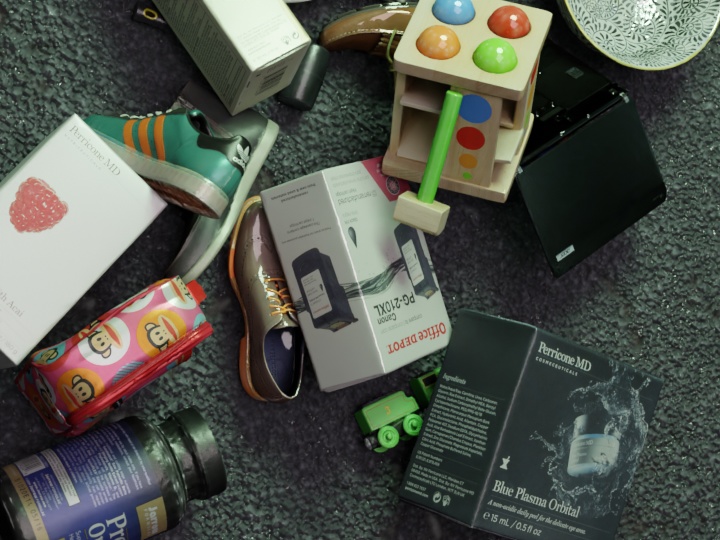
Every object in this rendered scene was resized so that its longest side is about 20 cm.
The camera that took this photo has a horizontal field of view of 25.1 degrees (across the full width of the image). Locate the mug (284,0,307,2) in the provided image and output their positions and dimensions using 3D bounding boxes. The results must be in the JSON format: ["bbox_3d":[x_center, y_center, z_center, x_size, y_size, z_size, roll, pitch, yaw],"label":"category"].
[{"bbox_3d":[-0.040,-0.380,1.569,0.199,0.148,0.176,-17,72,-19],"label":"mug"}]

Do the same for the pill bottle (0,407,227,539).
[{"bbox_3d":[-0.228,0.199,1.468,0.200,0.112,0.112,-21,93,-21],"label":"pill bottle"}]

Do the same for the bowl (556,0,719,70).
[{"bbox_3d":[0.278,-0.303,1.719,0.200,0.094,0.201,2,85,-20],"label":"bowl"}]

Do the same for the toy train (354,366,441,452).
[{"bbox_3d":[0.084,0.124,1.637,0.200,0.042,0.057,-24,83,-22],"label":"toy train"}]

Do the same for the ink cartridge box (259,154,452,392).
[{"bbox_3d":[0.000,0.000,1.557,0.145,0.084,0.201,-19,92,-56],"label":"ink cartridge box"}]

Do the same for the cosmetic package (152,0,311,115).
[{"bbox_3d":[-0.139,-0.259,1.523,0.073,0.104,0.200,-30,83,-23],"label":"cosmetic package"}]

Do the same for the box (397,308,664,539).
[{"bbox_3d":[0.169,0.165,1.585,0.196,0.117,0.201,22,84,-37],"label":"box"}]

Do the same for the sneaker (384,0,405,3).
[{"bbox_3d":[0.069,-0.316,1.655,0.199,0.074,0.116,17,81,-9],"label":"sneaker"}]

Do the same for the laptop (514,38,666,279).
[{"bbox_3d":[0.193,-0.122,1.663,0.177,0.103,0.200,-33,56,-28],"label":"laptop"}]

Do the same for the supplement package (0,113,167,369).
[{"bbox_3d":[-0.293,-0.024,1.458,0.121,0.120,0.200,45,72,-11],"label":"supplement package"}]

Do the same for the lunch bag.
[{"bbox_3d":[-0.212,0.069,1.440,0.176,0.200,0.082,-37,94,-19],"label":"lunch bag"}]

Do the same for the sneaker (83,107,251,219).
[{"bbox_3d":[-0.178,-0.113,1.485,0.080,0.200,0.071,-56,143,-13],"label":"sneaker"}]

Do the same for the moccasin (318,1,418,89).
[{"bbox_3d":[0.057,-0.226,1.637,0.201,0.074,0.078,1,84,-19],"label":"moccasin"}]

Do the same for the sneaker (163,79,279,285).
[{"bbox_3d":[-0.166,-0.079,1.545,0.106,0.075,0.200,29,67,-12],"label":"sneaker"}]

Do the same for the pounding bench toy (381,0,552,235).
[{"bbox_3d":[0.090,-0.149,1.502,0.124,0.156,0.200,15,47,9],"label":"pounding bench toy"}]

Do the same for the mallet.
[{"bbox_3d":[-0.130,-0.210,1.587,0.199,0.041,0.066,12,83,-15],"label":"mallet"}]

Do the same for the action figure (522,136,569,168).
[{"bbox_3d":[0.204,-0.111,1.700,0.199,0.052,0.066,11,76,-22],"label":"action figure"}]

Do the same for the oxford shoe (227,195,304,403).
[{"bbox_3d":[-0.080,0.028,1.551,0.071,0.073,0.201,-9,96,-26],"label":"oxford shoe"}]
